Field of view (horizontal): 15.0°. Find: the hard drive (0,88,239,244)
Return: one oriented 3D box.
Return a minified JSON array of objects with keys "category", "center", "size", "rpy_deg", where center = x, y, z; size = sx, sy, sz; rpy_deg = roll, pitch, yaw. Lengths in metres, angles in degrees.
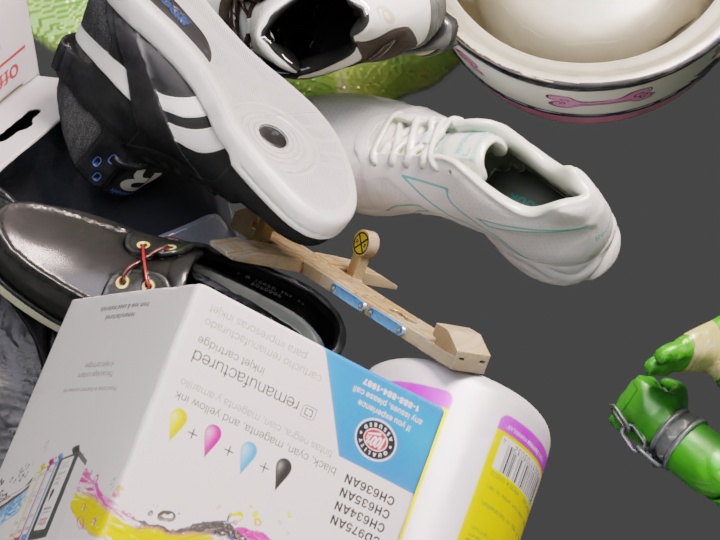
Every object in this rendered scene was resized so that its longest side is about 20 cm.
[{"category":"hard drive","center":[-0.176,-0.037,1.515],"size":[0.200,0.042,0.135],"rpy_deg":[-16,63,-2]}]

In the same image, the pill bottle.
[{"category":"pill bottle","center":[0.018,0.152,1.363],"size":[0.104,0.104,0.200],"rpy_deg":[15,66,14]}]

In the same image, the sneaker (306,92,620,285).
[{"category":"sneaker","center":[0.047,-0.060,1.481],"size":[0.200,0.080,0.070],"rpy_deg":[20,69,17]}]

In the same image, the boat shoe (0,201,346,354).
[{"category":"boat shoe","center":[-0.103,0.009,1.430],"size":[0.201,0.063,0.074],"rpy_deg":[24,53,-8]}]

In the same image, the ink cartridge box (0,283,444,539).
[{"category":"ink cartridge box","center":[-0.084,0.129,1.278],"size":[0.147,0.145,0.200],"rpy_deg":[28,73,-26]}]

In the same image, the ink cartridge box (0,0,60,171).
[{"category":"ink cartridge box","center":[-0.258,-0.117,1.503],"size":[0.200,0.068,0.116],"rpy_deg":[11,36,26]}]

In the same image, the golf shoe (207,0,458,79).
[{"category":"golf shoe","center":[-0.046,-0.140,1.488],"size":[0.200,0.094,0.078],"rpy_deg":[-7,97,37]}]

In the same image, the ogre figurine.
[{"category":"ogre figurine","center":[0.230,0.059,1.376],"size":[0.200,0.098,0.120],"rpy_deg":[-35,77,7]}]

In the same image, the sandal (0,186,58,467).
[{"category":"sandal","center":[-0.192,0.035,1.442],"size":[0.075,0.048,0.201],"rpy_deg":[-19,83,0]}]

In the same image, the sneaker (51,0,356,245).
[{"category":"sneaker","center":[-0.087,-0.062,1.441],"size":[0.073,0.112,0.200],"rpy_deg":[-8,52,-48]}]

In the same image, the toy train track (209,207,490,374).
[{"category":"toy train track","center":[0.000,0.000,1.418],"size":[0.200,0.115,0.033],"rpy_deg":[33,107,47]}]

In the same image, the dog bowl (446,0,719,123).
[{"category":"dog bowl","center":[0.128,-0.170,1.530],"size":[0.200,0.074,0.200],"rpy_deg":[-3,62,5]}]
